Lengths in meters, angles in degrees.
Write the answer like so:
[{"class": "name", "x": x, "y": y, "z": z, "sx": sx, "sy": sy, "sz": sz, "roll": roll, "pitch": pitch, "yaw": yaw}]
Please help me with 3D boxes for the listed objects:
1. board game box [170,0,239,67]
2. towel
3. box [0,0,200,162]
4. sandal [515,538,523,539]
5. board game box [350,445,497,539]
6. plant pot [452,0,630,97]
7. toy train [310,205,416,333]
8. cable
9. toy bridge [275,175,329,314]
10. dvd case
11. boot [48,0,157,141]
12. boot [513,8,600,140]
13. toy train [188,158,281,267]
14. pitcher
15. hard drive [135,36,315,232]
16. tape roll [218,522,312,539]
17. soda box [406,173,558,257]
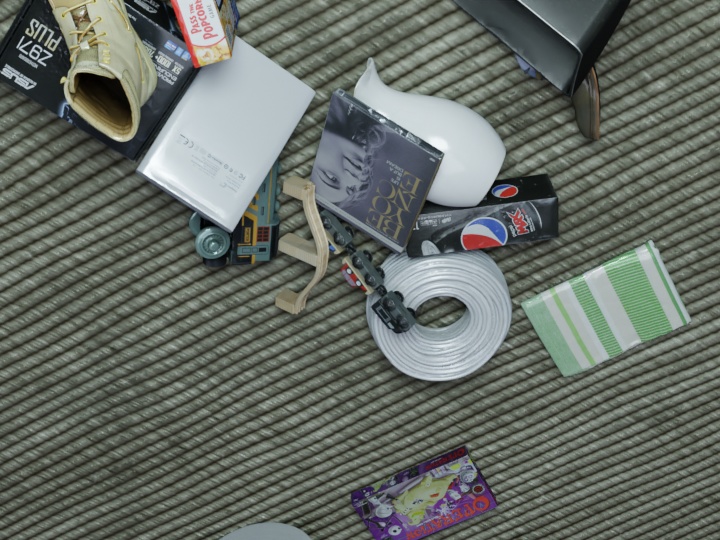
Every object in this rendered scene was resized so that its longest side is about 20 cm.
[{"class": "board game box", "x": -0.185, "y": -0.343, "z": 1.137, "sx": 0.046, "sy": 0.152, "sz": 0.201, "roll": -14, "pitch": 119, "yaw": 5}, {"class": "towel", "x": 0.346, "y": 0.057, "z": 1.470, "sx": 0.199, "sy": 0.023, "sz": 0.153, "roll": -27, "pitch": 117, "yaw": 13}, {"class": "box", "x": -0.301, "y": -0.254, "z": 1.218, "sx": 0.199, "sy": 0.086, "sz": 0.164, "roll": 33, "pitch": 114, "yaw": -20}, {"class": "sandal", "x": 0.244, "y": 0.524, "z": 1.709, "sx": 0.054, "sy": 0.080, "sz": 0.201, "roll": 8, "pitch": 117, "yaw": -32}, {"class": "board game box", "x": 0.099, "y": 0.357, "z": 1.626, "sx": 0.199, "sy": 0.032, "sz": 0.120, "roll": -25, "pitch": 122, "yaw": 11}, {"class": "plant pot", "x": 0.213, "y": -0.334, "z": 1.121, "sx": 0.199, "sy": 0.200, "sz": 0.178, "roll": 42, "pitch": 92, "yaw": 9}, {"class": "toy train", "x": 0.000, "y": 0.000, "z": 1.368, "sx": 0.200, "sy": 0.034, "sz": 0.046, "roll": 52, "pitch": 132, "yaw": 2}, {"class": "cable", "x": 0.106, "y": 0.055, "z": 1.427, "sx": 0.199, "sy": 0.069, "sz": 0.200, "roll": 32, "pitch": 113, "yaw": -19}, {"class": "toy bridge", "x": -0.074, "y": -0.028, "z": 1.368, "sx": 0.067, "sy": 0.027, "sz": 0.201, "roll": 24, "pitch": 127, "yaw": 24}, {"class": "dvd case", "x": 0.012, "y": -0.114, "z": 1.272, "sx": 0.148, "sy": 0.016, "sz": 0.200, "roll": 33, "pitch": 147, "yaw": 8}, {"class": "boot", "x": -0.284, "y": -0.241, "z": 1.086, "sx": 0.072, "sy": 0.156, "sz": 0.201, "roll": -22, "pitch": 118, "yaw": 9}, {"class": "boot", "x": 0.235, "y": -0.247, "z": 1.267, "sx": 0.096, "sy": 0.075, "sz": 0.201, "roll": -10, "pitch": 110, "yaw": 14}, {"class": "toy train", "x": -0.157, "y": -0.097, "z": 1.325, "sx": 0.113, "sy": 0.085, "sz": 0.201, "roll": -2, "pitch": 118, "yaw": -17}, {"class": "pitcher", "x": 0.062, "y": -0.146, "z": 1.295, "sx": 0.199, "sy": 0.122, "sz": 0.172, "roll": 27, "pitch": 135, "yaw": -6}, {"class": "hard drive", "x": -0.158, "y": -0.165, "z": 1.241, "sx": 0.132, "sy": 0.025, "sz": 0.201, "roll": 33, "pitch": 77, "yaw": -14}, {"class": "tape roll", "x": -0.153, "y": 0.477, "z": 1.581, "sx": 0.199, "sy": 0.201, "sz": 0.067, "roll": -10, "pitch": 122, "yaw": 3}, {"class": "soda box", "x": 0.153, "y": -0.072, "z": 1.356, "sx": 0.198, "sy": 0.071, "sz": 0.064, "roll": -8, "pitch": 123, "yaw": 2}]
